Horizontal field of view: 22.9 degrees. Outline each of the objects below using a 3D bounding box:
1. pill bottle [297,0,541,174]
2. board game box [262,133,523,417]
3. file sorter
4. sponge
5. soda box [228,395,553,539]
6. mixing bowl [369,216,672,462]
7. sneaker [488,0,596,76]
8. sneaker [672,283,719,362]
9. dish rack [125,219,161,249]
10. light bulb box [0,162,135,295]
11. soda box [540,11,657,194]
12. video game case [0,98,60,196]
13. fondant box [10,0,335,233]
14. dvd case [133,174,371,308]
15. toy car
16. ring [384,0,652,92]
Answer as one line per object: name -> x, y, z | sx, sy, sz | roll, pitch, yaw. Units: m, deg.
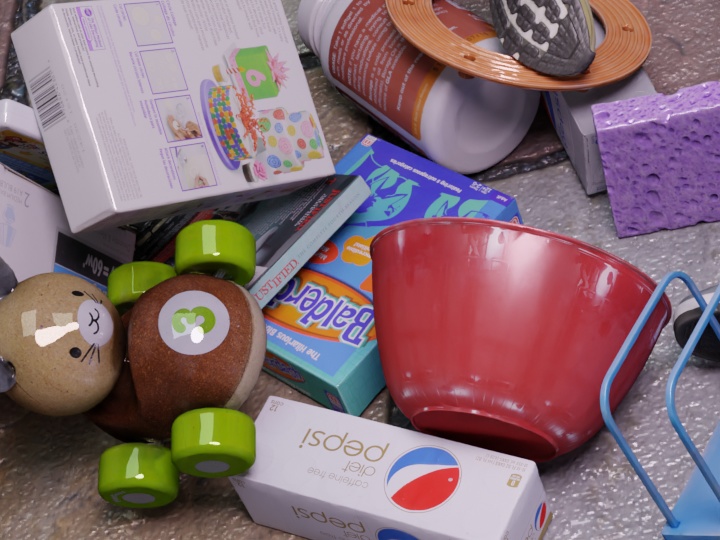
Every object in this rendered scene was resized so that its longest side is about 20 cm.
pill bottle -> 0.040, -0.167, 1.393 | 0.112, 0.112, 0.200 | -37, 48, -14
board game box -> 0.000, 0.000, 1.303 | 0.152, 0.045, 0.200 | 26, 63, 37
file sorter -> 0.261, 0.071, 1.028 | 0.200, 0.123, 0.139 | -7, 38, 45
sponge -> 0.267, -0.086, 1.238 | 0.200, 0.112, 0.030 | -11, 44, 10
soda box -> 0.018, 0.145, 1.152 | 0.200, 0.064, 0.068 | 11, 55, 29
mixing bowl -> 0.091, 0.056, 1.135 | 0.200, 0.200, 0.109 | 5, 68, 24
sneaker -> 0.137, -0.208, 1.287 | 0.088, 0.077, 0.200 | 10, 37, -31
sneaker -> 0.299, -0.012, 1.177 | 0.200, 0.084, 0.121 | -7, 52, 3
dish rack -> -0.178, -0.098, 1.435 | 0.153, 0.055, 0.200 | 18, 57, 45
light bulb box -> -0.299, 0.005, 1.276 | 0.200, 0.198, 0.125 | 0, 76, 23
soda box -> 0.171, -0.151, 1.362 | 0.068, 0.064, 0.200 | -16, 46, -4
video game case -> -0.243, -0.070, 1.288 | 0.182, 0.200, 0.023 | -9, 71, 36
fondant box -> -0.125, -0.113, 1.223 | 0.200, 0.145, 0.058 | -13, -7, -42
dvd case -> -0.097, -0.021, 1.323 | 0.146, 0.022, 0.200 | -47, 27, -23
toy car -> -0.176, 0.044, 1.145 | 0.158, 0.200, 0.165 | -27, 55, 42
ring -> 0.115, -0.182, 1.312 | 0.200, 0.019, 0.201 | 6, 37, -5
